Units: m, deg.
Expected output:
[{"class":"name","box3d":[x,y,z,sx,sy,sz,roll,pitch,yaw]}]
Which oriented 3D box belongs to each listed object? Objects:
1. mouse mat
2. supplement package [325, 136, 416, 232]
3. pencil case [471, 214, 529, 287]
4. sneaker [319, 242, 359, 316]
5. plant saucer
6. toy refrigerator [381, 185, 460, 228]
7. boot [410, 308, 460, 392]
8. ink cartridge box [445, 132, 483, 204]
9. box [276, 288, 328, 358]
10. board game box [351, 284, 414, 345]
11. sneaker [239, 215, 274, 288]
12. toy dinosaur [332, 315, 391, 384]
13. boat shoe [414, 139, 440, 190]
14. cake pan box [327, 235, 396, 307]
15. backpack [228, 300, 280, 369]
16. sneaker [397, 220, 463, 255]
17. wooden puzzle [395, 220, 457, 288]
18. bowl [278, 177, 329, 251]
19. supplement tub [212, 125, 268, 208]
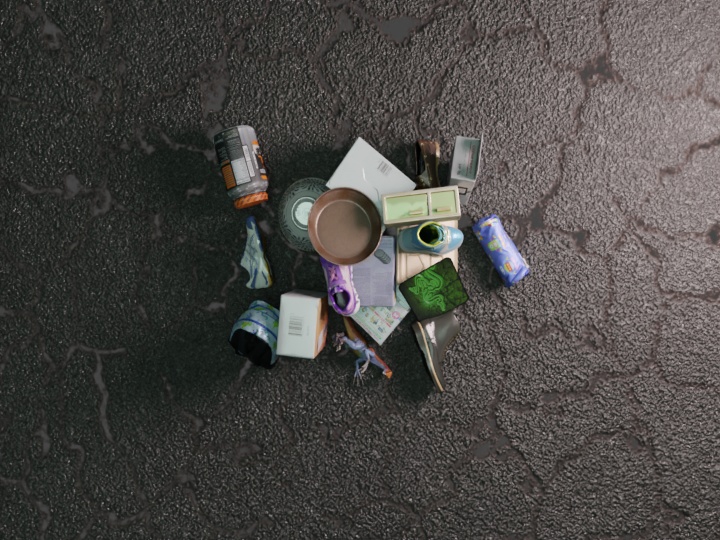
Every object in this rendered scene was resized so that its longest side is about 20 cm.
[{"class":"mouse mat","box3d":[0.201,0.061,1.627,0.158,0.008,0.202,-29,133,6]},{"class":"supplement package","box3d":[0.028,-0.231,1.630,0.198,0.111,0.157,38,96,-6]},{"class":"pencil case","box3d":[0.383,-0.056,1.635,0.086,0.078,0.203,-31,91,35]},{"class":"sneaker","box3d":[-0.059,0.024,1.561,0.078,0.088,0.207,-17,93,17]},{"class":"plant saucer","box3d":[-0.041,-0.110,1.548,0.193,0.037,0.208,2,78,-10]},{"class":"toy refrigerator","box3d":[0.153,-0.161,1.532,0.193,0.070,0.079,-5,84,6]},{"class":"boot","box3d":[0.234,0.221,1.674,0.135,0.077,0.206,-21,100,-6]},{"class":"ink cartridge box","box3d":[0.264,-0.265,1.561,0.064,0.201,0.120,9,75,4]},{"class":"box","box3d":[-0.151,0.139,1.633,0.102,0.200,0.158,5,94,6]},{"class":"board game box","box3d":[0.068,0.080,1.680,0.147,0.064,0.201,42,94,2]},{"class":"sneaker","box3d":[-0.306,-0.048,1.698,0.085,0.075,0.207,-12,92,6]},{"class":"toy dinosaur","box3d":[0.015,0.224,1.685,0.176,0.105,0.207,17,82,-17]},{"class":"boat shoe","box3d":[0.174,-0.252,1.637,0.069,0.070,0.208,0,84,-35]},{"class":"cake pan box","box3d":[0.000,0.000,1.615,0.193,0.052,0.191,0,97,11]},{"class":"backpack","box3d":[-0.279,0.173,1.648,0.160,0.200,0.156,32,76,3]},{"class":"sneaker","box3d":[0.206,-0.084,1.558,0.194,0.130,0.083,-6,87,-25]},{"class":"wooden puzzle","box3d":[0.177,-0.051,1.638,0.194,0.046,0.193,4,84,-23]},{"class":"bowl","box3d":[-0.142,-0.157,1.667,0.193,0.094,0.209,0,93,4]},{"class":"supplement tub","box3d":[-0.325,-0.282,1.661,0.119,0.123,0.207,-15,93,5]}]
